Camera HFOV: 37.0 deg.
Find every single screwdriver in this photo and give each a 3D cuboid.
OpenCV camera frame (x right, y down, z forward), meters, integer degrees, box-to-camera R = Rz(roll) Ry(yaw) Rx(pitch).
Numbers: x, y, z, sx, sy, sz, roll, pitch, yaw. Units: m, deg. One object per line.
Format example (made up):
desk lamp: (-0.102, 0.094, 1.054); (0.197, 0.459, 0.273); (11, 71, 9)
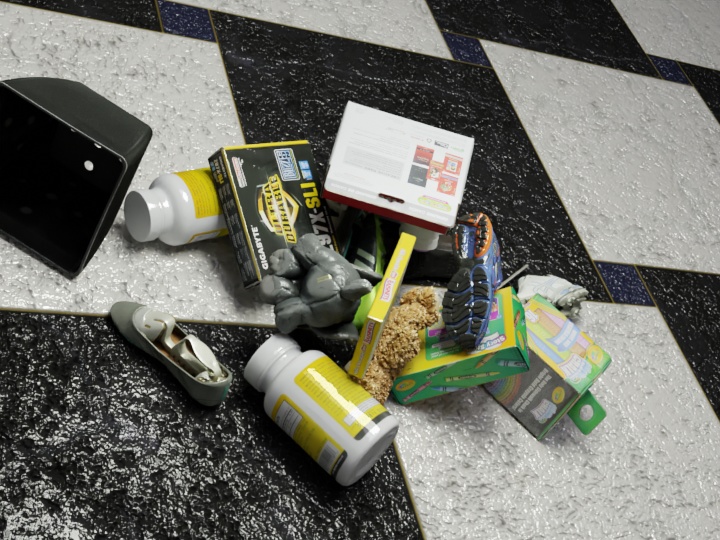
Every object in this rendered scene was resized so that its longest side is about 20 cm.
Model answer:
screwdriver: (0.231, 0.026, 1.805); (0.029, 0.028, 0.200); (15, 31, 27)

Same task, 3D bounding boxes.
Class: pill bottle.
pill bottle: (-0.055, 0.174, 1.401); (0.200, 0.112, 0.111); (41, 41, 16)
pill bottle: (-0.240, -0.095, 1.568); (0.199, 0.104, 0.104); (-15, 58, -42)

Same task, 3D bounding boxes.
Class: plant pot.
plant pot: (-0.395, -0.149, 1.469); (0.199, 0.200, 0.178); (32, 29, 1)

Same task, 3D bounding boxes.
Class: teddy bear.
teddy bear: (0.038, 0.100, 1.490); (0.067, 0.200, 0.145); (39, 1, -21)

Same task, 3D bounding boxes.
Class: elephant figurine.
elephant figurine: (-0.037, 0.035, 1.474); (0.155, 0.141, 0.200); (57, 11, 29)

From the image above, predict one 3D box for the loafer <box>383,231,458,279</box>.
loafer: (0.090, -0.031, 1.747); (0.199, 0.073, 0.071); (8, 33, -28)

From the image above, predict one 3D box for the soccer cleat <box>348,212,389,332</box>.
soccer cleat: (0.000, 0.000, 1.620); (0.081, 0.068, 0.201); (-3, 60, 10)

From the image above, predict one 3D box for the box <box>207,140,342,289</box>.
box: (-0.120, -0.083, 1.560); (0.159, 0.049, 0.201); (-9, 80, -43)

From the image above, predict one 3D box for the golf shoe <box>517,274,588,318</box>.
golf shoe: (0.284, 0.050, 1.793); (0.199, 0.079, 0.097); (-6, 35, -43)

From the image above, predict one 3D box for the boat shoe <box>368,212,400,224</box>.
boat shoe: (0.064, -0.120, 1.821); (0.199, 0.070, 0.066); (25, 17, 1)

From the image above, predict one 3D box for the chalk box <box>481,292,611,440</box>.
chalk box: (0.288, 0.159, 1.629); (0.200, 0.125, 0.124); (43, 41, 12)

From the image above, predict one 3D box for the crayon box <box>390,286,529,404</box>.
crayon box: (0.136, 0.107, 1.538); (0.119, 0.199, 0.058); (-86, 153, -47)

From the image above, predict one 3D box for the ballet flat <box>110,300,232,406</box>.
ballet flat: (-0.243, 0.093, 1.406); (0.200, 0.064, 0.067); (41, 41, 12)

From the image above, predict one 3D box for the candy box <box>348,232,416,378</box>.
candy box: (0.031, 0.043, 1.428); (0.026, 0.103, 0.200); (22, 37, 2)

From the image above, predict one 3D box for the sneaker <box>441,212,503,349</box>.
sneaker: (0.168, 0.020, 1.510); (0.078, 0.075, 0.201); (39, 54, -45)

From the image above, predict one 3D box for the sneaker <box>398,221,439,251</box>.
sneaker: (0.079, -0.121, 1.702); (0.075, 0.100, 0.200); (-5, 41, -29)

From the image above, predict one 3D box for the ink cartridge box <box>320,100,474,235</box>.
ink cartridge box: (0.050, -0.134, 1.579); (0.199, 0.084, 0.176); (17, 55, -1)

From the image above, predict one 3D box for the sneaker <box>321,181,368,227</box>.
sneaker: (-0.067, -0.096, 1.706); (0.199, 0.071, 0.076); (-11, 61, -38)

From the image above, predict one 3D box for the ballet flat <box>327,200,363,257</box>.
ballet flat: (-0.031, -0.082, 1.664); (0.068, 0.068, 0.201); (30, 66, -12)
